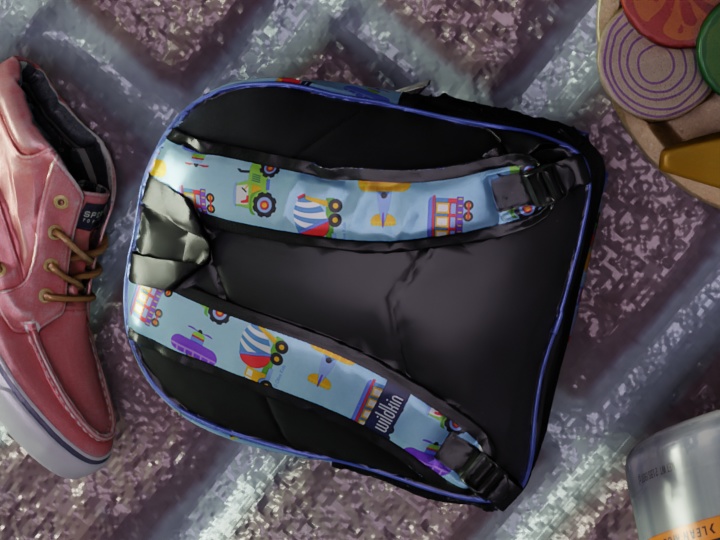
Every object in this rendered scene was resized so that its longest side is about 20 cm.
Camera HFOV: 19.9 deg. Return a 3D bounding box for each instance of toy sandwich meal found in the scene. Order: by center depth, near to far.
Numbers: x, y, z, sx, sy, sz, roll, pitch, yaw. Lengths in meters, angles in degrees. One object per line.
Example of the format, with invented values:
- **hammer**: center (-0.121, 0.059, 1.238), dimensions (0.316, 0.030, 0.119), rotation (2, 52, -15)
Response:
- **toy sandwich meal**: center (0.203, -0.109, 0.917), dimensions (0.204, 0.070, 0.206), rotation (2, 100, 11)

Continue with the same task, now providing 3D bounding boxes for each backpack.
- **backpack**: center (0.000, 0.000, 0.944), dimensions (0.199, 0.135, 0.183), rotation (13, 102, 9)

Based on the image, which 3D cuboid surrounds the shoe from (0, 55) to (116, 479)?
- **shoe**: center (-0.154, -0.002, 1.007), dimensions (0.091, 0.071, 0.201), rotation (-28, 88, 20)

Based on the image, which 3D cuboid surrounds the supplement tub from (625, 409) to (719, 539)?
- **supplement tub**: center (0.194, 0.163, 0.908), dimensions (0.122, 0.123, 0.201), rotation (-15, 74, 14)
